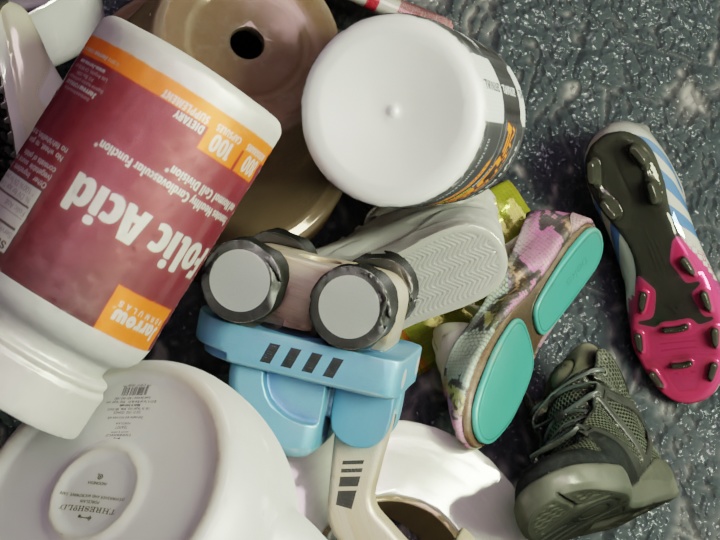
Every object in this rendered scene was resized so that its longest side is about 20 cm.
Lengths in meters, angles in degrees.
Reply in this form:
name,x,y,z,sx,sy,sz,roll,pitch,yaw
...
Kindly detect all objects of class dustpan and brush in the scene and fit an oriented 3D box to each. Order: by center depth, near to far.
name,x,y,z,sx,sy,sz,roll,pitch,yaw
dustpan and brush,-0.180,-0.161,0.965,0.199,0.140,0.057,-12,112,16

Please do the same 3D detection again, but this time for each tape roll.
name,x,y,z,sx,sy,sz,roll,pitch,yaw
tape roll,0.011,0.196,0.995,0.201,0.071,0.204,4,75,-14

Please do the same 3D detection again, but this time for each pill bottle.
name,x,y,z,sx,sy,sz,roll,pitch,yaw
pill bottle,-0.138,-0.021,0.842,0.114,0.114,0.201,31,89,-4
pill bottle,0.040,-0.092,0.947,0.106,0.200,0.107,1,94,14

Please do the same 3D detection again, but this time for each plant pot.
name,x,y,z,sx,sy,sz,roll,pitch,yaw
plant pot,-0.083,-0.110,1.001,0.199,0.175,0.201,4,74,-15

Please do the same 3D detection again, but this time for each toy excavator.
name,x,y,z,sx,sy,sz,roll,pitch,yaw
toy excavator,-0.009,0.090,0.935,0.193,0.100,0.201,13,99,9

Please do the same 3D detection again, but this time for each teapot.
name,x,y,z,sx,sy,sz,roll,pitch,yaw
teapot,-0.113,0.158,0.885,0.197,0.146,0.200,-37,45,-2

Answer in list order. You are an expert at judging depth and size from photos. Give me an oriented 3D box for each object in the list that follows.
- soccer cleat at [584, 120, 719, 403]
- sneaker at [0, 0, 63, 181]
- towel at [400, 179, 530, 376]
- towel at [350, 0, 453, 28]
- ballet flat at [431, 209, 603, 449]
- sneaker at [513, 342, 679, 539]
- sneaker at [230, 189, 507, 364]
name,x,y,z,sx,sy,sz,roll,pitch,yaw
soccer cleat,0.212,-0.011,1.107,0.070,0.086,0.201,-15,99,24
sneaker,-0.167,-0.063,0.928,0.093,0.070,0.201,-21,107,-31
towel,0.045,0.017,1.082,0.199,0.018,0.086,-30,85,-20
towel,-0.040,-0.196,1.057,0.199,0.144,0.023,21,99,-8
ballet flat,0.091,0.034,1.046,0.071,0.069,0.200,12,51,30
sneaker,0.131,0.108,1.007,0.076,0.199,0.115,-34,73,23
sneaker,0.000,0.000,1.038,0.199,0.116,0.074,-16,111,11
